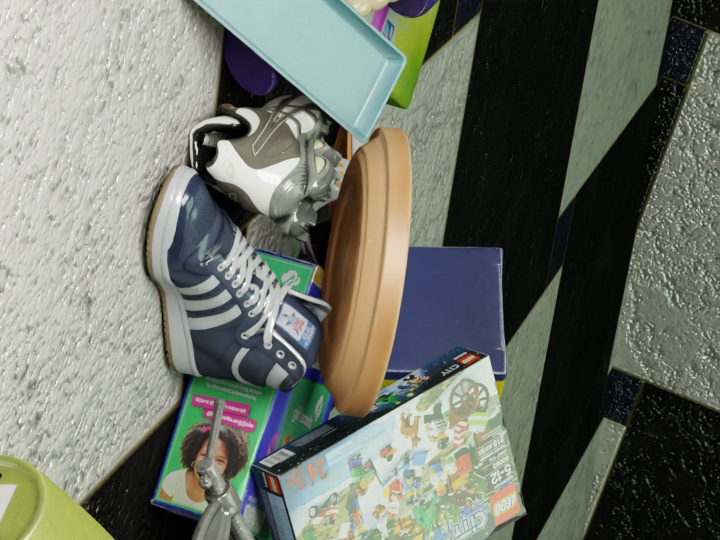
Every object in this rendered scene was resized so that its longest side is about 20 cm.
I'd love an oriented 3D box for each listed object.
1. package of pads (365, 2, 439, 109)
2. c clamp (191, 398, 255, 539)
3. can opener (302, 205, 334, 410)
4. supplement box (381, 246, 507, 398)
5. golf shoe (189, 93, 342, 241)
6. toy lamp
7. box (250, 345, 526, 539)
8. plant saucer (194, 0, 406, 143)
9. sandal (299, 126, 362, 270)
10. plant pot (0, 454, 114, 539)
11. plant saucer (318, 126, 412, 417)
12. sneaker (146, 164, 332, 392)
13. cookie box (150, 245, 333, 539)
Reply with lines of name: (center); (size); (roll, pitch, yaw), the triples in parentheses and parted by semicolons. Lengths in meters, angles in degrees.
package of pads: (0.009, -0.221, 1.766); (0.200, 0.068, 0.156); (32, 74, -75)
c clamp: (-0.076, 0.217, 1.598); (0.171, 0.027, 0.201); (-72, 146, -55)
can opener: (-0.020, 0.023, 1.899); (0.053, 0.066, 0.201); (65, 41, -70)
supplement box: (0.053, 0.072, 1.853); (0.200, 0.109, 0.110); (98, -7, -64)
golf shoe: (-0.071, -0.089, 1.580); (0.078, 0.094, 0.200); (-64, -166, 10)
toy lamp: (-0.008, -0.183, 1.616); (0.199, 0.058, 0.059); (-29, 138, -36)
box: (0.024, 0.160, 1.696); (0.199, 0.038, 0.137); (-28, 115, -29)
plant saucer: (-0.042, -0.162, 1.534); (0.200, 0.019, 0.070); (38, 75, -44)
sandal: (-0.030, -0.058, 1.820); (0.207, 0.059, 0.080); (-94, -162, -59)
plant pot: (-0.184, 0.205, 1.261); (0.188, 0.186, 0.201); (-62, 145, -43)
plant saucer: (0.000, 0.000, 1.607); (0.200, 0.032, 0.202); (-173, -90, -81)
sneaker: (-0.079, 0.010, 1.564); (0.201, 0.108, 0.070); (86, 22, -52)
cookie box: (-0.074, 0.098, 1.743); (0.171, 0.075, 0.201); (46, 59, -74)
